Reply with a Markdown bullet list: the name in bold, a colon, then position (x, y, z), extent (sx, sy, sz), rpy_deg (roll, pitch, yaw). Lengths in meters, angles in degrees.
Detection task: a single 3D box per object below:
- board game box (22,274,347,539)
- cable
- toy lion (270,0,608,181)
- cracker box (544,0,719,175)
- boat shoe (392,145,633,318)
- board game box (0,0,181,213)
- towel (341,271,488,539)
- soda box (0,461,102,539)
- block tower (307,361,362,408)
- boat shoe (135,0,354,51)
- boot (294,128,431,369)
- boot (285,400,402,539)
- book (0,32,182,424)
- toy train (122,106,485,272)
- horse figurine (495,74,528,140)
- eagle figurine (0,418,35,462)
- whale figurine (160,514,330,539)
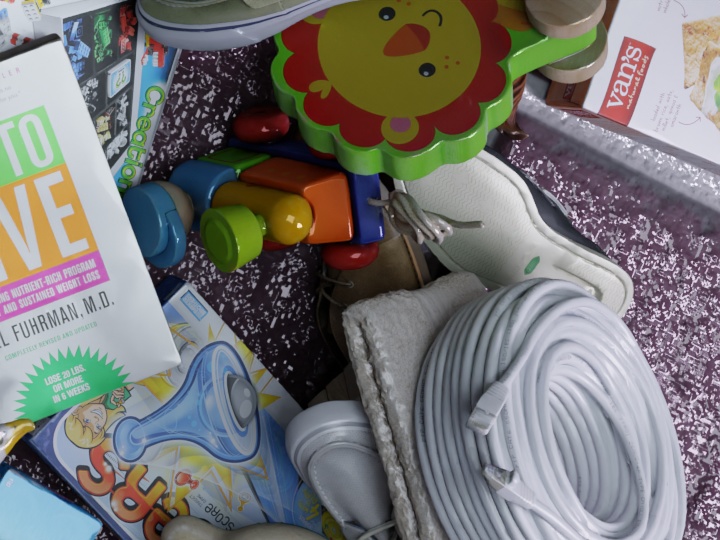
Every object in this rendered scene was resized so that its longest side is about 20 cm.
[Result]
- **board game box**: position (-0.093, 0.120, 1.737), extent (0.135, 0.034, 0.200), rpy_deg (-46, 111, -12)
- **cable**: position (0.113, 0.105, 1.665), extent (0.200, 0.069, 0.200), rpy_deg (53, 36, -26)
- **toy lion**: position (0.032, -0.152, 1.654), extent (0.192, 0.069, 0.200), rpy_deg (-23, 63, -7)
- **cracker box**: position (0.231, -0.133, 1.831), extent (0.200, 0.058, 0.134), rpy_deg (20, 88, -23)
- **boat shoe**: position (0.083, -0.030, 1.759), extent (0.072, 0.068, 0.200), rpy_deg (-46, 126, 10)
- **board game box**: position (-0.186, -0.080, 1.673), extent (0.126, 0.035, 0.200), rpy_deg (18, 89, -23)
- **towel**: position (0.056, 0.104, 1.675), extent (0.133, 0.034, 0.200), rpy_deg (-14, 87, -57)
- **soda box**: position (-0.232, 0.213, 1.670), extent (0.068, 0.064, 0.200), rpy_deg (32, 84, -15)
- **block tower**: position (0.057, 0.114, 1.763), extent (0.200, 0.058, 0.054), rpy_deg (23, 127, -34)
- **boat shoe**: position (-0.039, -0.180, 1.621), extent (0.200, 0.072, 0.062), rpy_deg (-15, 144, 15)
- **boot**: position (0.000, 0.000, 1.747), extent (0.075, 0.074, 0.200), rpy_deg (-30, 109, -7)
- **boot**: position (0.029, 0.158, 1.690), extent (0.074, 0.096, 0.200), rpy_deg (-31, 136, 18)
- **book**: position (-0.198, -0.017, 1.632), extent (0.134, 0.048, 0.200), rpy_deg (-22, 103, -7)
- **toy train**: position (-0.039, -0.031, 1.639), extent (0.116, 0.200, 0.085), rpy_deg (-21, 113, -36)
- **horse figurine**: position (0.035, -0.164, 1.742), extent (0.200, 0.050, 0.133), rpy_deg (42, 65, -13)
- **eagle figurine**: position (-0.249, 0.110, 1.574), extent (0.151, 0.152, 0.200), rpy_deg (-42, 98, -27)
- **whale figurine**: position (-0.088, 0.222, 1.692), extent (0.200, 0.104, 0.159), rpy_deg (-16, 86, 2)
